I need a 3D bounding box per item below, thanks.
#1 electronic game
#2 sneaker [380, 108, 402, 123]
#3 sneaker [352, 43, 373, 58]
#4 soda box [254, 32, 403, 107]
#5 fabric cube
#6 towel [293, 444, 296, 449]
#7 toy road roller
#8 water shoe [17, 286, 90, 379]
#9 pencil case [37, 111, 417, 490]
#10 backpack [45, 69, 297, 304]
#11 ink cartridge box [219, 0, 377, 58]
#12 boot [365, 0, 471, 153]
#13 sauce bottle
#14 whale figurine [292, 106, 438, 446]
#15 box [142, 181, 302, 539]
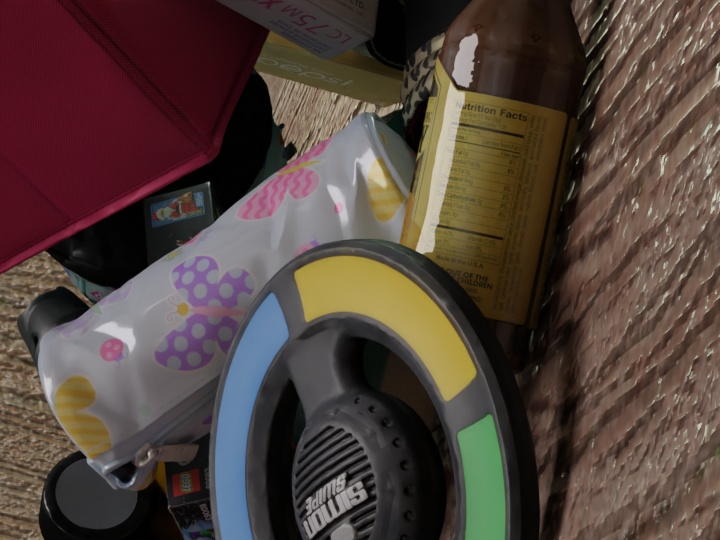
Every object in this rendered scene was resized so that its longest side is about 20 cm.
[{"bbox_3d":[0.001,0.088,1.010,0.200,0.041,0.201,3,94,51],"label":"electronic game"},{"bbox_3d":[0.006,-0.022,1.415,0.081,0.076,0.200,-48,-11,-14],"label":"sneaker"},{"bbox_3d":[0.006,-0.173,1.376,0.200,0.075,0.105,11,-81,-67],"label":"sneaker"},{"bbox_3d":[-0.052,-0.154,1.479,0.068,0.199,0.064,-12,65,64],"label":"soda box"},{"bbox_3d":[-0.170,-0.145,1.209,0.200,0.199,0.197,-26,29,36],"label":"fabric cube"},{"bbox_3d":[-0.027,0.100,1.402,0.200,0.022,0.145,-126,43,-57],"label":"towel"},{"bbox_3d":[-0.078,0.169,1.338,0.200,0.146,0.123,52,151,23],"label":"toy road roller"},{"bbox_3d":[-0.128,0.082,1.438,0.079,0.071,0.200,45,165,42],"label":"water shoe"},{"bbox_3d":[-0.048,0.015,1.119,0.200,0.083,0.091,-35,25,9],"label":"pencil case"},{"bbox_3d":[-0.110,-0.035,1.408,0.167,0.127,0.200,-45,-8,-11],"label":"backpack"},{"bbox_3d":[-0.037,-0.212,1.175,0.042,0.119,0.201,-18,56,46],"label":"ink cartridge box"},{"bbox_3d":[0.038,-0.110,1.198,0.204,0.073,0.154,129,154,-58],"label":"boot"},{"bbox_3d":[0.058,-0.060,1.042,0.065,0.064,0.201,-178,100,-83],"label":"sauce bottle"},{"bbox_3d":[0.000,0.000,1.238,0.159,0.103,0.201,110,172,-51],"label":"whale figurine"},{"bbox_3d":[-0.065,0.075,1.255,0.137,0.038,0.201,71,-173,-47],"label":"box"}]
